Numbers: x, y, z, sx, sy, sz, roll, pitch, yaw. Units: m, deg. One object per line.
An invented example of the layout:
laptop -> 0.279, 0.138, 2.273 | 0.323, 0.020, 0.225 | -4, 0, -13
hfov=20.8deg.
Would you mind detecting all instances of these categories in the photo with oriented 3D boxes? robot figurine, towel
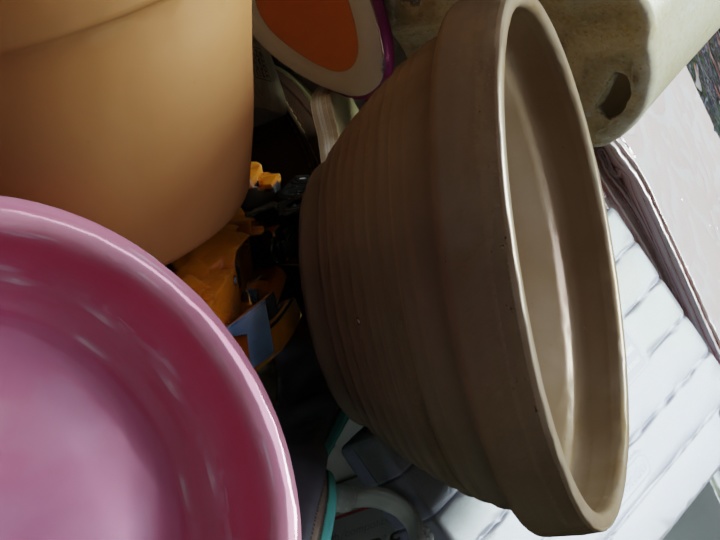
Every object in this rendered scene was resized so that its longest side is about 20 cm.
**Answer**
robot figurine -> -0.081, 0.007, 0.752 | 0.200, 0.144, 0.059 | -60, 146, -69
towel -> 0.173, -0.015, 1.010 | 0.192, 0.032, 0.200 | 63, 22, -11

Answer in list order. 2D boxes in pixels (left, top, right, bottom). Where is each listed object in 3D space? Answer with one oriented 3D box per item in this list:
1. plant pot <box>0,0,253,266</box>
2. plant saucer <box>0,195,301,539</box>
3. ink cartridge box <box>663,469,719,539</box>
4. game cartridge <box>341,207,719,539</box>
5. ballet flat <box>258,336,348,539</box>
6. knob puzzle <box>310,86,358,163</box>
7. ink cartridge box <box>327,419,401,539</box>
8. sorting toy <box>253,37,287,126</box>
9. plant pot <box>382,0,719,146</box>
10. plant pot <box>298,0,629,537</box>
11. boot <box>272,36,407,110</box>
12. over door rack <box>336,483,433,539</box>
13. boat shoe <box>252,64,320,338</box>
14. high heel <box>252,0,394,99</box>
plant pot -> -0.119, -0.078, 0.687 | 0.200, 0.199, 0.141 | -69, 150, -62
plant saucer -> -0.116, 0.079, 0.596 | 0.199, 0.051, 0.202 | 9, 70, -26
ink cartridge box -> 0.106, 0.120, 1.028 | 0.145, 0.199, 0.145 | 65, 20, -10
game cartridge -> 0.085, 0.070, 0.847 | 0.130, 0.038, 0.200 | 52, 47, -2
ballet flat -> -0.042, 0.074, 0.722 | 0.073, 0.073, 0.200 | 62, 16, -17
knob puzzle -> 0.000, 0.000, 0.924 | 0.220, 0.030, 0.221 | -15, 90, -83
ink cartridge box -> 0.011, 0.151, 0.875 | 0.200, 0.115, 0.068 | 51, 27, -38
sorting toy -> -0.131, -0.160, 0.889 | 0.199, 0.069, 0.201 | 3, 68, -68
plant pot -> 0.105, -0.159, 0.900 | 0.201, 0.200, 0.184 | 58, 49, -28
plant pot -> 0.036, 0.001, 0.735 | 0.201, 0.092, 0.202 | -9, 90, -73
boot -> -0.022, -0.079, 1.052 | 0.146, 0.201, 0.070 | 36, 26, 14
over door rack -> -0.012, 0.191, 0.712 | 0.066, 0.148, 0.200 | 13, 28, -18
boat shoe -> -0.034, -0.012, 0.988 | 0.068, 0.072, 0.201 | -6, 78, -71
high heel -> -0.027, -0.155, 0.915 | 0.200, 0.067, 0.096 | 51, 23, 23
